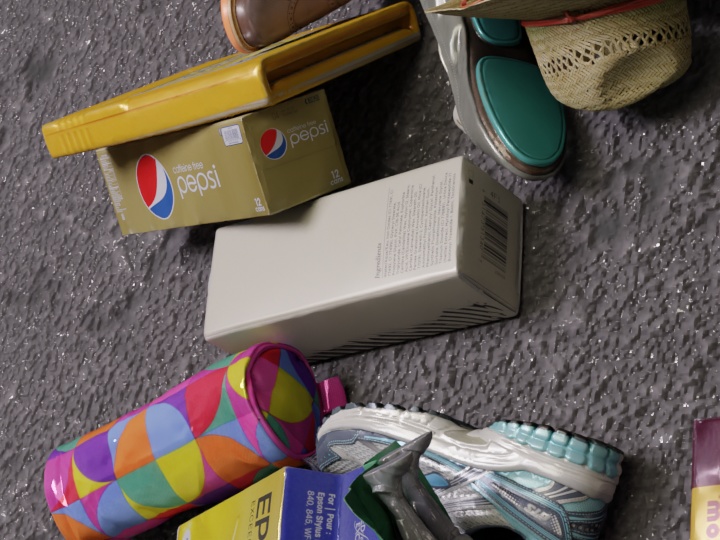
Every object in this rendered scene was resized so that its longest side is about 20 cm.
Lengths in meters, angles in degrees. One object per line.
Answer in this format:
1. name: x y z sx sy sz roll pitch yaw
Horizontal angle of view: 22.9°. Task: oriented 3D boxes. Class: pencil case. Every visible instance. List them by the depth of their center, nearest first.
1. pencil case: -0.108 0.114 1.121 0.199 0.088 0.089 -25 54 30

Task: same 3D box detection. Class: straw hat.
1. straw hat: 0.143 -0.138 1.023 0.200 0.201 0.086 -10 102 38

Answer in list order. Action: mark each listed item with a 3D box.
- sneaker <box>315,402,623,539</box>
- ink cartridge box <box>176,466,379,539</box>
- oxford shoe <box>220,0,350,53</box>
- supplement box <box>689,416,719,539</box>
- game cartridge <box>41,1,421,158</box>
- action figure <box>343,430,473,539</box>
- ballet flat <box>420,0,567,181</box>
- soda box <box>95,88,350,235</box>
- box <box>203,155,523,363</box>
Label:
1. sneaker: 0.047 0.124 0.985 0.199 0.077 0.087 2 73 42
2. ink cartridge box: -0.055 0.218 1.000 0.200 0.047 0.199 -39 41 54
3. oxford shoe: -0.018 -0.207 1.164 0.072 0.072 0.200 3 39 38
4. supplement box: 0.253 0.127 0.781 0.199 0.103 0.132 -13 61 37
5. game cartridge: -0.085 -0.126 1.178 0.199 0.176 0.033 -8 104 38
6. action figure: 0.063 0.181 0.898 0.054 0.118 0.201 -29 91 20
7. ballet flat: 0.080 -0.120 1.103 0.064 0.067 0.201 -55 36 45
8. soda box: -0.094 -0.068 1.167 0.199 0.067 0.065 -3 106 55
9. box: 0.000 0.000 1.094 0.199 0.068 0.083 -14 59 37
